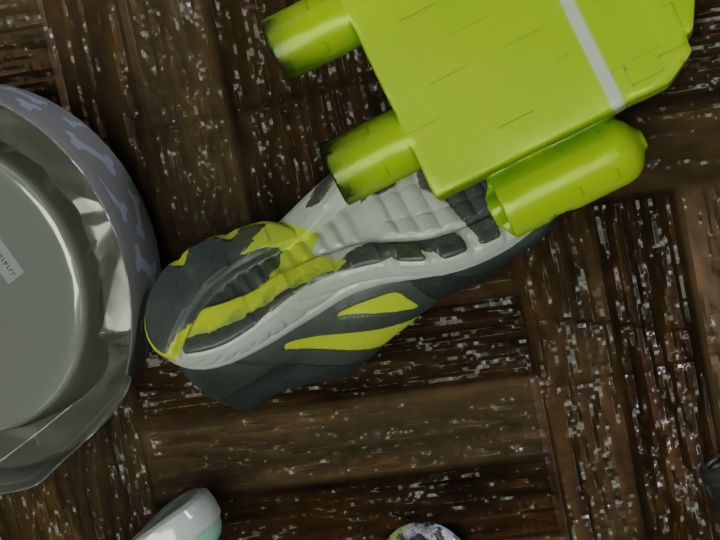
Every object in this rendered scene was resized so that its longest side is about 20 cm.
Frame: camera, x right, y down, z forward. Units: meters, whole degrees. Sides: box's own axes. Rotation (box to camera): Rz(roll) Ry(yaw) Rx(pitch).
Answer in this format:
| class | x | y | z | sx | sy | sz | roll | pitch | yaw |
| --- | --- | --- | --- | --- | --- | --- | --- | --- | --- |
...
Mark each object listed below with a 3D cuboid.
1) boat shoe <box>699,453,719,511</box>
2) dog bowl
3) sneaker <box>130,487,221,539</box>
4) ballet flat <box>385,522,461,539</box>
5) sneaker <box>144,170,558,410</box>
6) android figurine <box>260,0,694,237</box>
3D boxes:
| class | x | y | z | sx | sy | sz | roll | pitch | yaw |
| --- | --- | --- | --- | --- | --- | --- | --- | --- | --- |
| boat shoe | 0.234 | 0.057 | 1.248 | 0.065 | 0.073 | 0.200 | 43 | 111 | -8 |
| dog bowl | -0.183 | 0.003 | 1.324 | 0.199 | 0.059 | 0.201 | 7 | 109 | 21 |
| sneaker | -0.095 | 0.199 | 1.368 | 0.118 | 0.074 | 0.201 | 41 | 121 | 6 |
| ballet flat | 0.027 | 0.223 | 1.351 | 0.072 | 0.072 | 0.201 | 6 | 108 | 11 |
| sneaker | 0.000 | 0.000 | 1.295 | 0.199 | 0.085 | 0.075 | -21 | 57 | 3 |
| android figurine | 0.063 | -0.113 | 1.231 | 0.199 | 0.041 | 0.183 | -28 | 86 | 2 |
